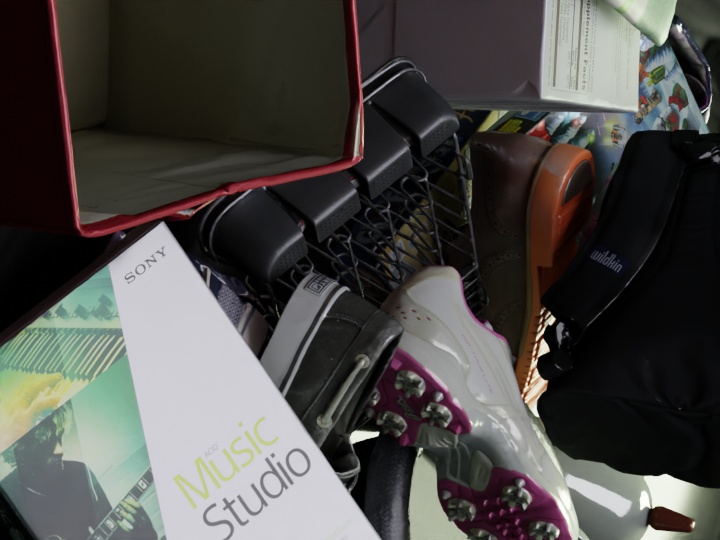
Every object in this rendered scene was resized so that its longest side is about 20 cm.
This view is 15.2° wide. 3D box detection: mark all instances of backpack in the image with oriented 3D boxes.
[{"bbox_3d":[0.181,0.018,1.519,0.127,0.166,0.200,103,-1,-54],"label":"backpack"}]

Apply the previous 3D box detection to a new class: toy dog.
[{"bbox_3d":[0.143,0.136,1.703,0.200,0.096,0.132,8,86,-58],"label":"toy dog"}]

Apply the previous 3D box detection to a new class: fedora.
[{"bbox_3d":[0.039,0.152,1.543,0.200,0.091,0.201,5,84,-52],"label":"fedora"}]

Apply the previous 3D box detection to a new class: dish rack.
[{"bbox_3d":[0.000,0.000,1.456,0.153,0.055,0.200,-38,146,-18],"label":"dish rack"}]

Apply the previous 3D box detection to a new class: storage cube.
[{"bbox_3d":[-0.123,-0.124,1.159,0.171,0.179,0.201,-17,107,-44],"label":"storage cube"}]

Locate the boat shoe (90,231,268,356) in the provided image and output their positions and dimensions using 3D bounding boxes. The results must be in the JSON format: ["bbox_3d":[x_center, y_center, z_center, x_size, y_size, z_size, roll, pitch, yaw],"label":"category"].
[{"bbox_3d":[-0.122,0.072,1.321,0.093,0.075,0.200,43,55,-34],"label":"boat shoe"}]

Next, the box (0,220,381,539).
[{"bbox_3d":[-0.095,0.098,1.275,0.144,0.036,0.200,-39,100,-25],"label":"box"}]

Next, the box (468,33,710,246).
[{"bbox_3d":[0.162,-0.034,1.637,0.137,0.040,0.200,-41,120,-21],"label":"box"}]

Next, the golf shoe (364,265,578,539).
[{"bbox_3d":[0.069,0.080,1.455,0.200,0.075,0.092,54,44,-36],"label":"golf shoe"}]

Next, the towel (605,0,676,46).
[{"bbox_3d":[0.125,-0.227,1.421,0.200,0.023,0.153,31,68,-51],"label":"towel"}]

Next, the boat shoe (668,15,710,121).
[{"bbox_3d":[0.186,-0.084,1.738,0.075,0.092,0.200,-63,141,-31],"label":"boat shoe"}]

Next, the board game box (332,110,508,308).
[{"bbox_3d":[0.061,-0.014,1.617,0.200,0.035,0.136,-52,134,-42],"label":"board game box"}]

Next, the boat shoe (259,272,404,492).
[{"bbox_3d":[-0.036,0.100,1.383,0.071,0.064,0.200,-40,155,-60],"label":"boat shoe"}]

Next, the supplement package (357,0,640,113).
[{"bbox_3d":[0.067,-0.191,1.496,0.111,0.155,0.201,3,90,-55],"label":"supplement package"}]

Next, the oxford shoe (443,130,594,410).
[{"bbox_3d":[0.087,0.005,1.572,0.071,0.073,0.201,-43,147,-50],"label":"oxford shoe"}]
